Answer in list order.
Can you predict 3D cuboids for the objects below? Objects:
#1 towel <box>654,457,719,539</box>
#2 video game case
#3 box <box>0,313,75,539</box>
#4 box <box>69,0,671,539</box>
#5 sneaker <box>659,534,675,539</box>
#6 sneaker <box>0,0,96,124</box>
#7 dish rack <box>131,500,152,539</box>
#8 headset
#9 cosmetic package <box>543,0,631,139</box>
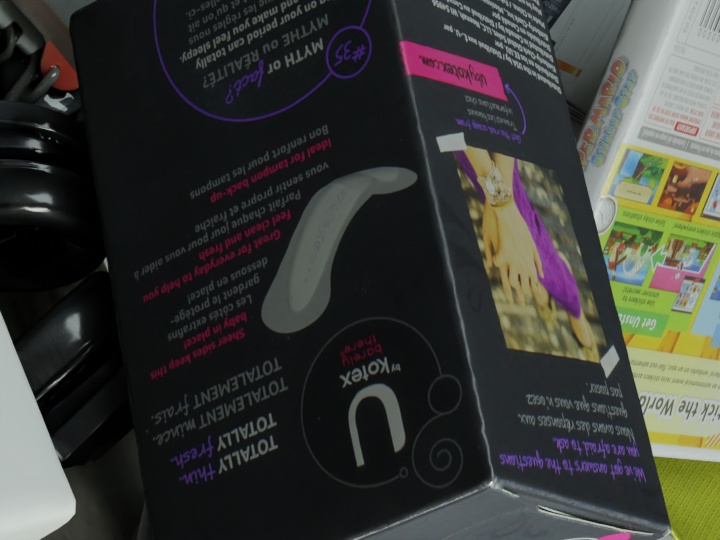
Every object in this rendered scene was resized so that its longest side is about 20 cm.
[{"bbox_3d":[0.101,0.034,1.104,0.201,0.018,0.086,57,38,-13],"label":"towel"},{"bbox_3d":[0.131,-0.019,1.039,0.023,0.183,0.199,27,10,34],"label":"video game case"},{"bbox_3d":[-0.215,0.027,0.623,0.199,0.199,0.172,-12,76,-54],"label":"box"},{"bbox_3d":[0.000,0.000,0.865,0.106,0.122,0.201,21,51,-52],"label":"box"},{"bbox_3d":[0.076,0.159,0.852,0.115,0.081,0.199,47,22,6],"label":"sneaker"},{"bbox_3d":[-0.117,-0.089,0.952,0.199,0.077,0.082,24,54,-41],"label":"sneaker"},{"bbox_3d":[-0.002,0.154,0.884,0.200,0.044,0.172,37,14,-11],"label":"dish rack"},{"bbox_3d":[-0.107,0.012,0.911,0.199,0.094,0.124,-9,71,-38],"label":"headset"},{"bbox_3d":[0.063,-0.127,1.076,0.199,0.151,0.052,32,-16,19],"label":"cosmetic package"}]
